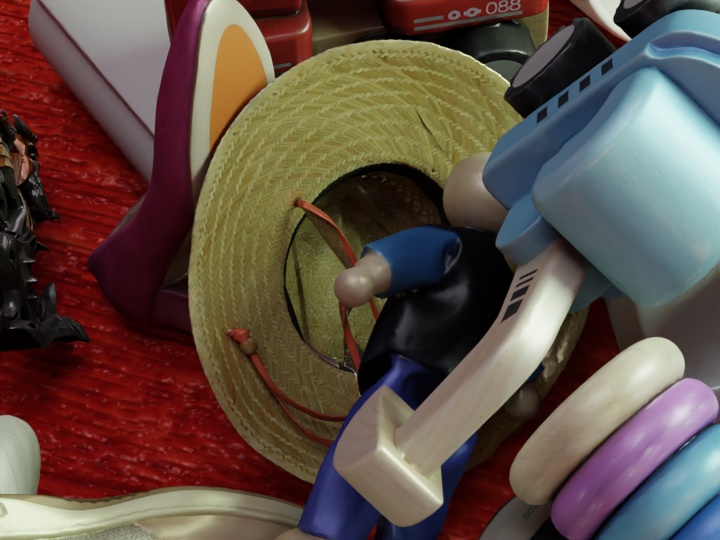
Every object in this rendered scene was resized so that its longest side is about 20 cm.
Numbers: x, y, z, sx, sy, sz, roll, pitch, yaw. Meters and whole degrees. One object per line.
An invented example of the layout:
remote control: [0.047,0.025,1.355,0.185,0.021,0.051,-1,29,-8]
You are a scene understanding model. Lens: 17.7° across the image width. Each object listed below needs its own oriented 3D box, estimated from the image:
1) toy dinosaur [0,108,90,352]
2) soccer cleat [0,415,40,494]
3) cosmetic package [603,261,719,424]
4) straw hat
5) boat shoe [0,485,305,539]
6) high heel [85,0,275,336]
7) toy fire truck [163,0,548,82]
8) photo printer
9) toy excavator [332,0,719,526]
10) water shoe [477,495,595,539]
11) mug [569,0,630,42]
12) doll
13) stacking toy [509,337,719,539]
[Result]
toy dinosaur: [-0.195,-0.027,1.082,0.102,0.136,0.200,-4,2,30]
soccer cleat: [-0.162,0.152,0.960,0.077,0.069,0.201,10,56,14]
cosmetic package: [0.164,0.000,1.020,0.112,0.081,0.200,-13,44,-2]
straw hat: [0.000,0.000,1.045,0.201,0.202,0.085,-31,7,-18]
boat shoe: [-0.101,0.126,0.935,0.199,0.072,0.065,4,69,-32]
high heel: [-0.091,-0.053,1.045,0.096,0.200,0.067,25,52,24]
toy fire truck: [0.000,-0.146,1.025,0.175,0.200,0.129,-9,53,-6]
photo printer: [-0.057,-0.108,1.181,0.166,0.070,0.200,-28,47,-15]
toy excavator: [0.083,-0.010,0.901,0.194,0.100,0.200,-36,15,39]
water shoe: [0.060,0.167,0.888,0.079,0.072,0.200,13,51,21]
mug: [0.135,-0.204,1.212,0.153,0.186,0.150,36,94,47]
doll: [0.027,0.039,0.968,0.048,0.136,0.201,4,63,43]
stacking toy: [0.150,0.123,0.875,0.085,0.085,0.200,-37,76,-22]
